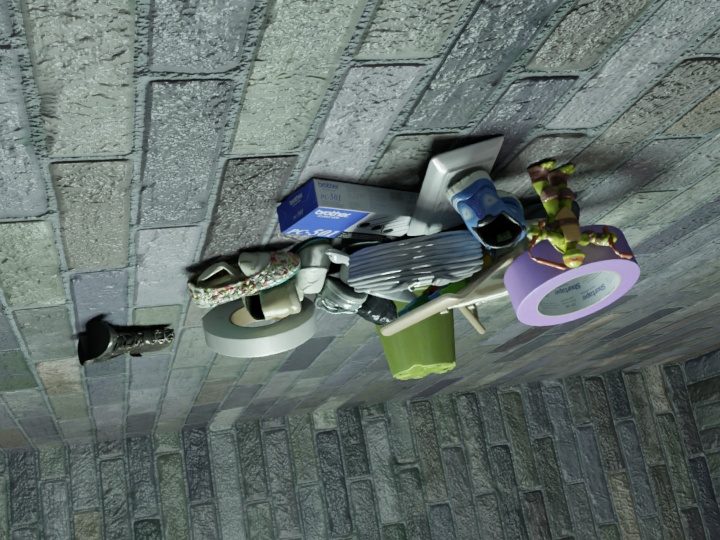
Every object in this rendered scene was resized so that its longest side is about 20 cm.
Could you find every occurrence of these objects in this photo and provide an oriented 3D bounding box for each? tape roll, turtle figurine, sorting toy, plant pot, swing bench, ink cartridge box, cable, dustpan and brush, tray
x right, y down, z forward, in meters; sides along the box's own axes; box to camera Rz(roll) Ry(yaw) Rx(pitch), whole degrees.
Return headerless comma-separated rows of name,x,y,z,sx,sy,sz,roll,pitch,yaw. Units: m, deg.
tape roll,-0.176,0.092,1.514,0.202,0.037,0.203,-5,-159,2
turtle figurine,0.295,-0.070,1.228,0.199,0.162,0.064,-1,162,-30
sorting toy,0.141,0.028,1.363,0.200,0.037,0.185,-30,179,-42
plant pot,0.104,0.104,1.653,0.199,0.191,0.200,-8,164,-2
swing bench,0.259,0.013,1.560,0.198,0.130,0.200,-17,157,25
ink cartridge box,-0.009,-0.081,1.214,0.199,0.044,0.094,4,157,-39
cable,0.076,-0.013,1.243,0.199,0.070,0.200,-9,-178,41
dustpan and brush,0.000,0.000,1.400,0.139,0.057,0.200,26,-169,36
tray,0.129,-0.105,1.171,0.107,0.022,0.200,-17,156,-15
tape roll,0.328,0.011,1.346,0.199,0.066,0.200,-13,152,-7

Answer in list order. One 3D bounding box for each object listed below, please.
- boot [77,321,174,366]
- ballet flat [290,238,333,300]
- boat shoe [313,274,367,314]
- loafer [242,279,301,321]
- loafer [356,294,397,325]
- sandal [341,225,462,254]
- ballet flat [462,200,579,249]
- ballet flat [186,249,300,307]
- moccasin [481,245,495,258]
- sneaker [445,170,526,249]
boot,-0.441,0.131,1.660,0.173,0.070,0.200,-6,168,-32
ballet flat,-0.094,0.012,1.434,0.068,0.069,0.200,-1,161,-27
boat shoe,-0.040,0.047,1.470,0.074,0.065,0.202,16,-179,-18
loafer,-0.164,0.045,1.431,0.068,0.076,0.200,-15,-176,-25
loafer,0.016,0.057,1.535,0.070,0.068,0.201,37,179,-17
sandal,0.068,-0.043,1.375,0.200,0.048,0.075,-12,164,17
ballet flat,0.255,-0.071,1.368,0.199,0.073,0.073,-8,164,-7
ballet flat,-0.193,0.007,1.373,0.199,0.076,0.064,-21,128,18
moccasin,0.130,-0.022,1.452,0.199,0.069,0.080,-9,166,7
sneaker,0.181,-0.062,1.171,0.078,0.089,0.200,-32,156,20
